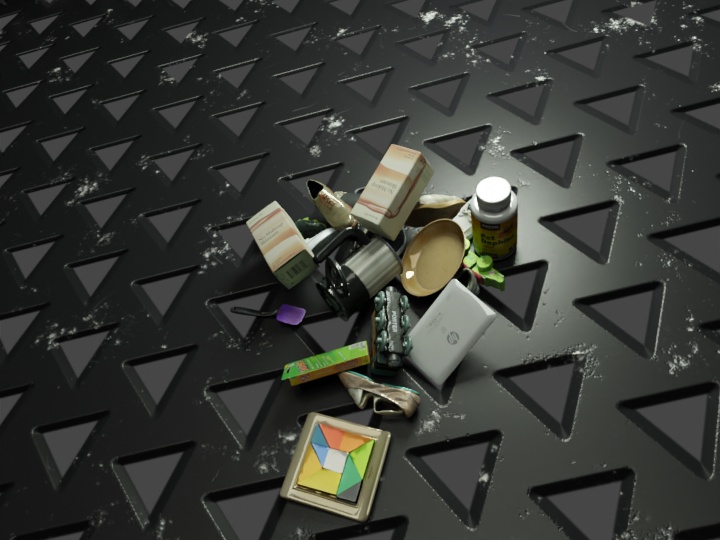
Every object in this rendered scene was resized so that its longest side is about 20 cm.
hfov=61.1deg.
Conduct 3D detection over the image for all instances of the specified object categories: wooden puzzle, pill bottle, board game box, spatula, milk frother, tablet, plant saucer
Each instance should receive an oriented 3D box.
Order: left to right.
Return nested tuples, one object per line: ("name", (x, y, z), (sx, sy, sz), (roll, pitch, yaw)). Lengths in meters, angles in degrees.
("spatula", (-0.236, 0.106, 1.517), (0.197, 0.021, 0.057), (2, 43, 18))
("board game box", (-0.077, 0.209, 1.368), (0.197, 0.030, 0.096), (-14, 12, 2))
("wooden puzzle", (-0.052, 0.396, 1.254), (0.197, 0.037, 0.187), (8, 58, 19))
("milk frother", (0.000, 0.000, 1.413), (0.188, 0.181, 0.200), (-41, 22, -15))
("plant saucer", (0.179, -0.025, 1.454), (0.199, 0.035, 0.202), (-31, 44, 35))
("tablet", (0.188, 0.134, 1.331), (0.130, 0.014, 0.201), (42, 101, 25))
("pill bottle", (0.314, -0.122, 1.430), (0.108, 0.201, 0.110), (-7, 53, 9))

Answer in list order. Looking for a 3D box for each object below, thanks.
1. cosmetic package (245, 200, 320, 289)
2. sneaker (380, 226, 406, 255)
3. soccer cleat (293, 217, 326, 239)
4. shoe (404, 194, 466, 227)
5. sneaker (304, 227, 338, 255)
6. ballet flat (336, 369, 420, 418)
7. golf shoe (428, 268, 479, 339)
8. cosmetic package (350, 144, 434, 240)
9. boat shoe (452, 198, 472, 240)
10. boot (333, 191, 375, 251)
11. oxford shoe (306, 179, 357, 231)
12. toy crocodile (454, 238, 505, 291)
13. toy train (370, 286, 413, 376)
("cosmetic package", (-0.195, -0.065, 1.515), (0.103, 0.087, 0.201), (-37, 50, 1))
("sneaker", (0.082, -0.137, 1.557), (0.069, 0.109, 0.202), (3, 56, 16))
("soccer cleat", (-0.183, -0.094, 1.628), (0.197, 0.068, 0.082), (-1, 65, 21))
("shoe", (0.177, -0.156, 1.552), (0.198, 0.070, 0.054), (-10, 48, -25))
("sneaker", (-0.146, -0.053, 1.576), (0.199, 0.073, 0.071), (-38, 59, -13))
("ballet flat", (0.028, 0.268, 1.310), (0.198, 0.068, 0.068), (12, 66, 24))
("golf shoe", (0.198, 0.078, 1.382), (0.078, 0.098, 0.201), (24, 65, 25))
("cosmetic package", (0.077, -0.188, 1.465), (0.103, 0.087, 0.202), (24, 81, 39))
("boat shoe", (0.279, -0.145, 1.536), (0.073, 0.066, 0.200), (31, 65, 29))
("boot", (-0.021, -0.127, 1.605), (0.152, 0.074, 0.205), (6, 59, 25))
("oxford shoe", (-0.082, -0.166, 1.570), (0.071, 0.075, 0.200), (-50, 50, 4))
("toy crocodile", (0.266, -0.013, 1.450), (0.062, 0.068, 0.200), (-40, 53, -11))
("toy train", (0.061, 0.137, 1.364), (0.084, 0.114, 0.202), (10, 50, -15))
